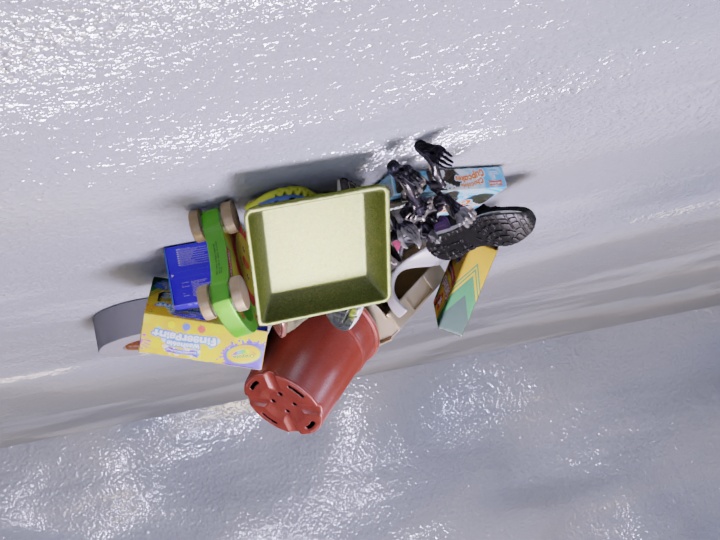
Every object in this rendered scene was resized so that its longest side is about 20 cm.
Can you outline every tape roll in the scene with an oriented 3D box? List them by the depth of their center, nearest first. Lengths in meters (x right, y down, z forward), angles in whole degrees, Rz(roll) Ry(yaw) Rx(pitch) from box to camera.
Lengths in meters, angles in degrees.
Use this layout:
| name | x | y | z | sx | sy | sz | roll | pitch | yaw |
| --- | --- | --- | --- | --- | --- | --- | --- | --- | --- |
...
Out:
| name | x | y | z | sx | sy | sz | roll | pitch | yaw |
| --- | --- | --- | --- | --- | --- | --- | --- | --- | --- |
| tape roll | -0.406 | 0.108 | 1.900 | 0.197 | 0.067 | 0.200 | -12 | 166 | -3 |

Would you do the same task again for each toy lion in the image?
| name | x | y | z | sx | sy | sz | roll | pitch | yaw |
| --- | --- | --- | --- | --- | --- | --- | --- | --- | --- |
| toy lion | -0.179 | 0.008 | 1.425 | 0.068 | 0.202 | 0.192 | -15 | 148 | 6 |

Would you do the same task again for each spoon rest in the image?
| name | x | y | z | sx | sy | sz | roll | pitch | yaw |
| --- | --- | --- | --- | --- | --- | --- | --- | --- | --- |
| spoon rest | 0.105 | -0.014 | 1.731 | 0.201 | 0.060 | 0.099 | -53 | -177 | -26 |

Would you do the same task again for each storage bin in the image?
| name | x | y | z | sx | sy | sz | roll | pitch | yaw |
| --- | --- | --- | --- | --- | --- | --- | --- | --- | --- |
| storage bin | 0.033 | 0.058 | 1.840 | 0.198 | 0.094 | 0.200 | -27 | -168 | 45 |

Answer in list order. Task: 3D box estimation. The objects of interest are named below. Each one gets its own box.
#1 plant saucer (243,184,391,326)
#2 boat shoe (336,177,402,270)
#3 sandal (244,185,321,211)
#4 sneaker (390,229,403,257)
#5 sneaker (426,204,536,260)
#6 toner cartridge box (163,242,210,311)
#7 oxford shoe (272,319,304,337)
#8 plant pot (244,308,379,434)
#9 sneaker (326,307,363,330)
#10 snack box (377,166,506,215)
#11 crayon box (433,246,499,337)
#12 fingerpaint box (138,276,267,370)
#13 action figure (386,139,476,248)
| name | x | y | z | sx | sy | sz | roll | pitch | yaw |
| --- | --- | --- | --- | --- | --- | --- | --- | --- | --- |
| plant saucer | -0.059 | -0.030 | 1.378 | 0.197 | 0.048 | 0.202 | -11 | 129 | -10 |
| boat shoe | 0.014 | -0.068 | 1.455 | 0.056 | 0.067 | 0.201 | -14 | 139 | 7 |
| sandal | -0.081 | -0.068 | 1.426 | 0.079 | 0.088 | 0.198 | -21 | 163 | 41 |
| sneaker | 0.042 | -0.039 | 1.703 | 0.074 | 0.081 | 0.200 | -25 | 177 | -12 |
| sneaker | 0.197 | -0.087 | 1.627 | 0.198 | 0.088 | 0.076 | -13 | 133 | 37 |
| toner cartridge box | -0.202 | -0.003 | 1.560 | 0.197 | 0.096 | 0.043 | -10 | 167 | -8 |
| oxford shoe | -0.112 | 0.057 | 1.569 | 0.073 | 0.071 | 0.200 | -27 | -177 | -4 |
| plant pot | -0.093 | 0.158 | 1.705 | 0.200 | 0.201 | 0.196 | -25 | -154 | 44 |
| sneaker | 0.000 | 0.000 | 1.595 | 0.074 | 0.203 | 0.084 | 22 | -161 | 29 |
| snack box | 0.109 | -0.116 | 1.508 | 0.198 | 0.038 | 0.116 | -6 | 166 | -27 |
| crayon box | 0.187 | -0.002 | 1.740 | 0.050 | 0.202 | 0.127 | 19 | -163 | -6 |
| fingerpaint box | -0.254 | 0.083 | 1.635 | 0.197 | 0.074 | 0.167 | 9 | -161 | -9 |
| action figure | 0.090 | -0.082 | 1.380 | 0.118 | 0.102 | 0.201 | -31 | 149 | -10 |
